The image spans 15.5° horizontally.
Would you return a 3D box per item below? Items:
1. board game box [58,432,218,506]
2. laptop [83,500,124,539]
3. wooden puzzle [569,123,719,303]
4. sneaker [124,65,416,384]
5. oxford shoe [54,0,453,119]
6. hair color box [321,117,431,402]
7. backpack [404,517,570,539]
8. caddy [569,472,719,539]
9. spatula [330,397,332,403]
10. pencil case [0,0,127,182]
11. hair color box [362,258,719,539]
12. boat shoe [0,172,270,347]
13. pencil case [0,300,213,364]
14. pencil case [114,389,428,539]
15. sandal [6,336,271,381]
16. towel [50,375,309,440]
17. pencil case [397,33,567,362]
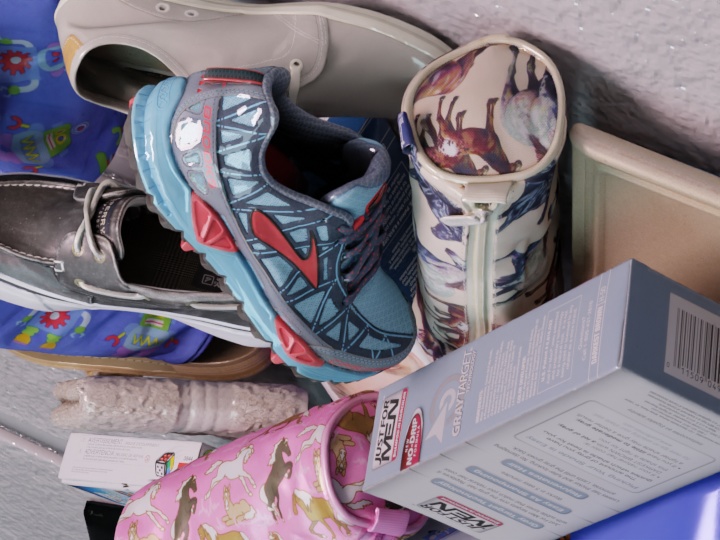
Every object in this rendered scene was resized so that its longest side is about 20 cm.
[{"bbox_3d":[-0.072,0.147,1.643,0.126,0.035,0.200,1,162,46],"label":"board game box"},{"bbox_3d":[-0.088,0.248,1.927,0.177,0.104,0.200,4,166,44],"label":"laptop"},{"bbox_3d":[0.186,0.011,1.239,0.185,0.037,0.200,23,155,18],"label":"wooden puzzle"},{"bbox_3d":[-0.020,-0.019,1.223,0.095,0.080,0.200,-19,135,28],"label":"sneaker"},{"bbox_3d":[-0.049,-0.092,1.247,0.199,0.058,0.075,9,143,0],"label":"oxford shoe"},{"bbox_3d":[0.000,0.000,1.384,0.100,0.061,0.200,8,144,40],"label":"hair color box"},{"bbox_3d":[0.065,0.185,1.484,0.190,0.200,0.155,-4,105,59],"label":"backpack"},{"bbox_3d":[0.189,0.126,1.322,0.141,0.105,0.200,14,171,-28],"label":"caddy"},{"bbox_3d":[-0.015,0.070,1.551,0.056,0.021,0.200,27,153,24],"label":"spatula"},{"bbox_3d":[-0.168,-0.121,1.336,0.087,0.078,0.200,-4,145,1],"label":"pencil case"},{"bbox_3d":[0.099,0.069,1.256,0.099,0.061,0.200,26,147,-26],"label":"hair color box"},{"bbox_3d":[-0.118,-0.017,1.323,0.199,0.072,0.071,11,155,2],"label":"boat shoe"},{"bbox_3d":[-0.166,0.003,1.449,0.200,0.078,0.087,8,134,-42],"label":"pencil case"},{"bbox_3d":[-0.049,0.132,1.446,0.200,0.083,0.087,-28,95,42],"label":"pencil case"},{"bbox_3d":[-0.134,0.045,1.584,0.211,0.078,0.070,8,149,29],"label":"sandal"},{"bbox_3d":[-0.110,0.082,1.548,0.132,0.035,0.200,3,176,-11],"label":"towel"},{"bbox_3d":[0.059,-0.021,1.255,0.078,0.090,0.200,13,150,11],"label":"pencil case"}]
